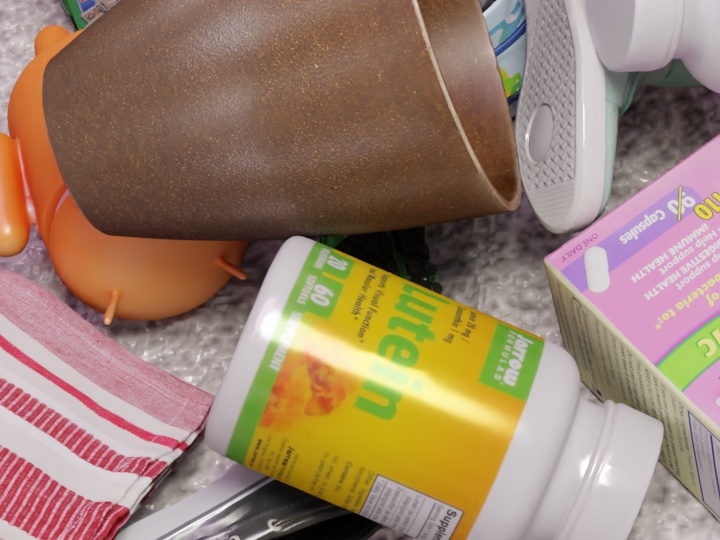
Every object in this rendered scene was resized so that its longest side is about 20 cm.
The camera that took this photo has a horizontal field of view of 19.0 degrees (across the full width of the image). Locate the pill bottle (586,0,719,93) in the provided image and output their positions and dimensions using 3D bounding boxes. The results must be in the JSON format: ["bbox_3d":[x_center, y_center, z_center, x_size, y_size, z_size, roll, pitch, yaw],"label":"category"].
[{"bbox_3d":[0.215,-0.143,1.037,0.199,0.112,0.112,-4,50,-11],"label":"pill bottle"}]

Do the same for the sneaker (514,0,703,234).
[{"bbox_3d":[0.145,-0.100,1.108,0.118,0.074,0.201,16,58,-20],"label":"sneaker"}]

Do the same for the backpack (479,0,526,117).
[{"bbox_3d":[0.018,-0.157,1.220,0.199,0.154,0.163,2,48,41],"label":"backpack"}]

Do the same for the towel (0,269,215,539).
[{"bbox_3d":[-0.164,0.073,1.053,0.144,0.023,0.200,31,27,4],"label":"towel"}]

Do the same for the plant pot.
[{"bbox_3d":[-0.046,-0.089,1.044,0.199,0.187,0.188,-17,51,13],"label":"plant pot"}]

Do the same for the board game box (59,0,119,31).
[{"bbox_3d":[-0.101,-0.230,1.298,0.199,0.135,0.029,-29,67,-8],"label":"board game box"}]

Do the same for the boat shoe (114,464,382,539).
[{"bbox_3d":[-0.078,0.150,1.049,0.200,0.069,0.057,-34,53,-13],"label":"boat shoe"}]

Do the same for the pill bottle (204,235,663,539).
[{"bbox_3d":[0.036,0.071,1.018,0.199,0.111,0.111,23,59,1],"label":"pill bottle"}]

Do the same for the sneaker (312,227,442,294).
[{"bbox_3d":[0.000,0.000,1.146,0.078,0.085,0.201,20,65,-20],"label":"sneaker"}]

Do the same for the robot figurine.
[{"bbox_3d":[-0.130,-0.054,1.186,0.117,0.143,0.200,-49,45,27],"label":"robot figurine"}]

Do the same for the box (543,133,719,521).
[{"bbox_3d":[0.220,0.031,1.036,0.176,0.097,0.200,-34,53,-11],"label":"box"}]
